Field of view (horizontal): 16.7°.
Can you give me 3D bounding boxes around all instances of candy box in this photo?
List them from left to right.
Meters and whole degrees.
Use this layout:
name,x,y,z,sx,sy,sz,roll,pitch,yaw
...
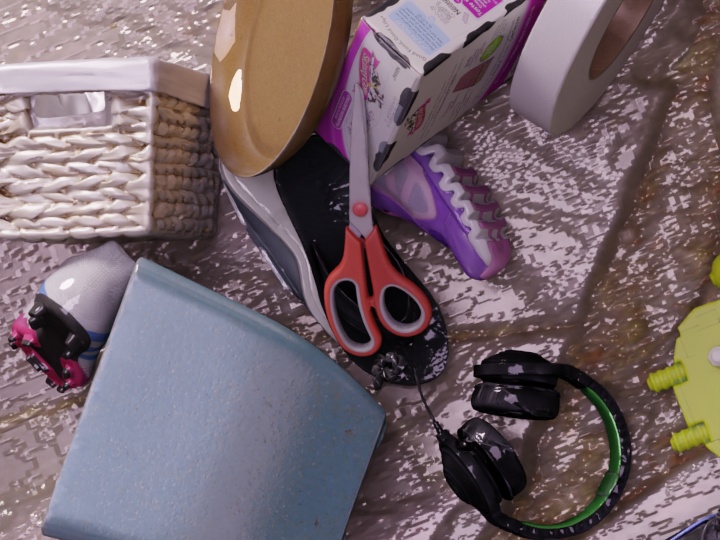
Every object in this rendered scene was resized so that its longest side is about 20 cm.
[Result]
name,x,y,z,sx,sy,sz,roll,pitch,yaw
candy box,0.069,-0.163,1.692,0.061,0.137,0.200,44,57,12

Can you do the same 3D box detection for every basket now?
name,x,y,z,sx,sy,sz,roll,pitch,yaw
basket,-0.180,-0.082,1.751,0.135,0.200,0.124,-2,90,11

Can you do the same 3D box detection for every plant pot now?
name,x,y,z,sx,sy,sz,roll,pitch,yaw
plant pot,-0.091,0.118,1.720,0.199,0.196,0.197,19,88,-1
plant pot,-0.052,-0.160,1.687,0.027,0.200,0.201,11,86,-25

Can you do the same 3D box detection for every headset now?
name,x,y,z,sx,sy,sz,roll,pitch,yaw
headset,0.098,0.109,1.712,0.199,0.094,0.124,27,80,-5

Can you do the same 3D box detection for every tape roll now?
name,x,y,z,sx,sy,sz,roll,pitch,yaw
tape roll,0.172,-0.187,1.687,0.037,0.203,0.203,33,91,13

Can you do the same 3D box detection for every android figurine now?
name,x,y,z,sx,sy,sz,roll,pitch,yaw
android figurine,0.302,0.066,1.717,0.199,0.041,0.183,-20,81,7

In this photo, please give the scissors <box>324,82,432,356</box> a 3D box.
name,x,y,z,sx,sy,sz,roll,pitch,yaw
scissors,-0.006,-0.031,1.672,0.073,0.014,0.201,-11,117,13

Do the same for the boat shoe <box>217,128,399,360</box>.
name,x,y,z,sx,sy,sz,roll,pitch,yaw
boat shoe,-0.034,-0.017,1.782,0.073,0.062,0.200,-39,97,-12

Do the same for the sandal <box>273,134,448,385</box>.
name,x,y,z,sx,sy,sz,roll,pitch,yaw
sandal,-0.001,0.000,1.729,0.075,0.048,0.201,-31,104,-4

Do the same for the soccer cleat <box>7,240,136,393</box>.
name,x,y,z,sx,sy,sz,roll,pitch,yaw
soccer cleat,-0.198,0.032,1.755,0.070,0.200,0.086,44,72,-2

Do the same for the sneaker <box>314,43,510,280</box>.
name,x,y,z,sx,sy,sz,roll,pitch,yaw
sneaker,0.029,-0.066,1.770,0.088,0.080,0.201,-39,73,12

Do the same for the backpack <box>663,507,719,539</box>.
name,x,y,z,sx,sy,sz,roll,pitch,yaw
backpack,0.238,0.283,1.651,0.182,0.147,0.201,-31,76,6
